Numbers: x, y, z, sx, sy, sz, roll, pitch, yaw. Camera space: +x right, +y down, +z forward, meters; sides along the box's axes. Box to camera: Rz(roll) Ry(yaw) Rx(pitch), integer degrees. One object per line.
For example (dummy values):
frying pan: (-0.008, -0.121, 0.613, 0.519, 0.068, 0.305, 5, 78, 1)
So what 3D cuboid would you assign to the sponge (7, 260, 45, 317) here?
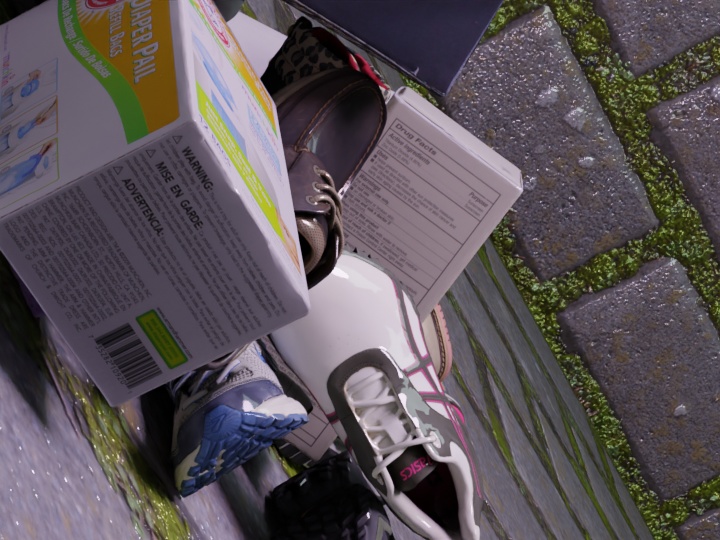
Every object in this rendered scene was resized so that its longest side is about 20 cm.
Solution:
sponge: (-0.152, -0.043, 1.115, 0.112, 0.030, 0.200, 63, 8, -2)

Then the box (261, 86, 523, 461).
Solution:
box: (0.000, 0.000, 1.280, 0.095, 0.200, 0.078, 38, 10, -2)

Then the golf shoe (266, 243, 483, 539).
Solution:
golf shoe: (0.015, 0.068, 1.186, 0.200, 0.077, 0.088, 55, 5, -31)

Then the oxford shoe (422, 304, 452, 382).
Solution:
oxford shoe: (-0.019, -0.001, 1.369, 0.200, 0.071, 0.074, 54, 36, -5)

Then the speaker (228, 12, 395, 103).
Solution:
speaker: (-0.051, -0.110, 1.441, 0.200, 0.081, 0.081, 30, -5, 22)

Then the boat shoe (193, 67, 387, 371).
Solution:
boat shoe: (-0.041, -0.019, 1.107, 0.073, 0.200, 0.075, 19, -29, 37)

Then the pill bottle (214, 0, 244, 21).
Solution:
pill bottle: (-0.108, -0.213, 1.304, 0.114, 0.200, 0.114, 20, -4, 1)

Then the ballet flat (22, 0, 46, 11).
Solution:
ballet flat: (-0.125, -0.091, 1.172, 0.200, 0.046, 0.067, 63, 8, 17)

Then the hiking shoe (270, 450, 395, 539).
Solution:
hiking shoe: (-0.001, 0.172, 1.236, 0.101, 0.076, 0.200, 58, 8, -12)

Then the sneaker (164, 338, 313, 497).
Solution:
sneaker: (-0.079, 0.061, 1.150, 0.085, 0.077, 0.200, 57, -1, -1)

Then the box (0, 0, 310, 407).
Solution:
box: (-0.099, -0.051, 1.011, 0.113, 0.101, 0.200, 59, 10, -30)

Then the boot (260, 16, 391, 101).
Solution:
boot: (-0.060, -0.075, 1.261, 0.073, 0.154, 0.204, 28, 12, -27)

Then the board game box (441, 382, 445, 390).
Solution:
board game box: (-0.015, 0.004, 1.539, 0.200, 0.040, 0.153, 44, -21, 60)

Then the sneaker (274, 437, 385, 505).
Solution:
sneaker: (-0.024, 0.079, 1.423, 0.200, 0.078, 0.090, 66, -2, -56)

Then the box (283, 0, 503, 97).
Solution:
box: (-0.034, -0.206, 1.152, 0.198, 0.123, 0.200, 31, 5, -26)
